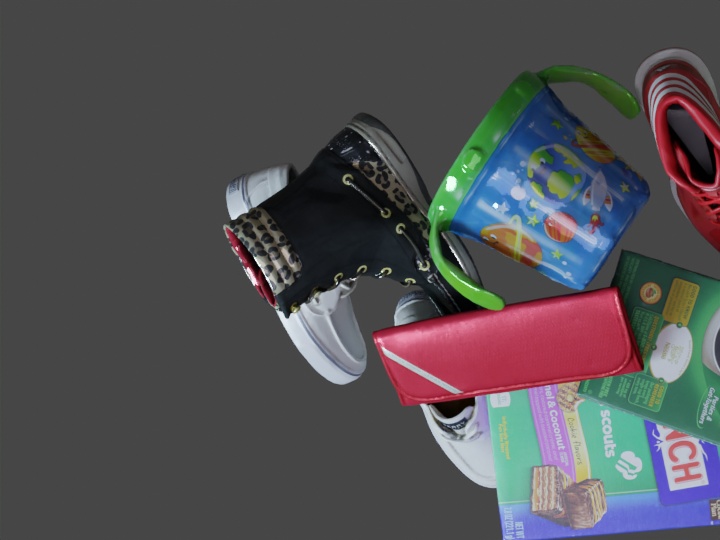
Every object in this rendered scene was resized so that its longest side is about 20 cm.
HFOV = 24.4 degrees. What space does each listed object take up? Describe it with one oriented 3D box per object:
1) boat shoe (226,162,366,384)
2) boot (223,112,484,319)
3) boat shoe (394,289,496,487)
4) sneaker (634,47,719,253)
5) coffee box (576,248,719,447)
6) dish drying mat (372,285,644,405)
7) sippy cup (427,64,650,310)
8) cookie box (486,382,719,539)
[{"bbox_3d":[-0.035,0.002,1.364,0.065,0.072,0.201,-19,107,25],"label":"boat shoe"},{"bbox_3d":[-0.001,-0.001,1.308,0.153,0.073,0.204,-36,107,-17],"label":"boot"},{"bbox_3d":[0.080,0.114,1.404,0.071,0.070,0.201,-15,117,18],"label":"boat shoe"},{"bbox_3d":[0.262,-0.059,1.246,0.078,0.116,0.200,-28,112,23],"label":"sneaker"},{"bbox_3d":[0.277,0.071,1.271,0.199,0.044,0.124,18,92,14],"label":"coffee box"},{"bbox_3d":[0.111,0.061,1.275,0.199,0.018,0.077,-10,116,24],"label":"dish drying mat"},{"bbox_3d":[0.140,-0.058,1.241,0.130,0.140,0.178,34,110,7],"label":"sippy cup"},{"bbox_3d":[0.208,0.125,1.347,0.199,0.075,0.172,-7,87,13],"label":"cookie box"}]
